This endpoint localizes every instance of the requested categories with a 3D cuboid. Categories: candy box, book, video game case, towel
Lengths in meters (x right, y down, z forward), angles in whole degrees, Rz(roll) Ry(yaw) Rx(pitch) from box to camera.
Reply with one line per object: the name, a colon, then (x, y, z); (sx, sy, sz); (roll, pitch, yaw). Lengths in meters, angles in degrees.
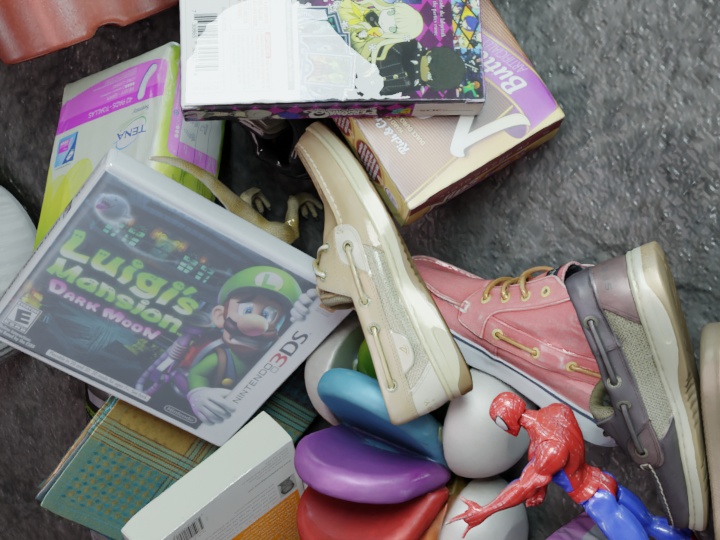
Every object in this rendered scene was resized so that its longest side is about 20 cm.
candy box: (0.024, -0.143, 0.922); (0.201, 0.116, 0.056); (59, 171, 8)
book: (-0.101, 0.206, 1.100); (0.048, 0.133, 0.200); (41, 156, 27)
video game case: (-0.020, -0.191, 0.882); (0.036, 0.180, 0.201); (110, 157, -79)
video game case: (-0.131, 0.027, 1.013); (0.199, 0.023, 0.182); (29, 124, -21)
towel: (-0.130, 0.128, 1.114); (0.200, 0.146, 0.022); (-52, 25, 7)

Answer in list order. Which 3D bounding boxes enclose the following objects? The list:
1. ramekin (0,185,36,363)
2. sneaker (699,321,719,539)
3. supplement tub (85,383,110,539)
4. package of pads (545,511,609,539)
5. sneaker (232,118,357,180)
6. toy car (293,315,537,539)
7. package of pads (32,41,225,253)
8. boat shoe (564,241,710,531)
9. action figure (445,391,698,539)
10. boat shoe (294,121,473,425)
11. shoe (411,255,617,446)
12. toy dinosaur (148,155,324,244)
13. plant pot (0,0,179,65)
ramekin: (-0.373, 0.005, 1.338); (0.200, 0.105, 0.201); (16, 115, 37)
sneaker: (0.246, 0.124, 0.866); (0.075, 0.070, 0.201); (-5, 113, 20)
supplement tub: (-0.160, 0.129, 1.185); (0.122, 0.122, 0.201); (20, 118, 35)
package of pads: (0.125, 0.273, 0.990); (0.076, 0.120, 0.201); (29, 122, 30)
sneaker: (-0.038, -0.156, 0.981); (0.076, 0.114, 0.200); (17, 111, 36)
toy car: (0.018, 0.134, 1.012); (0.175, 0.150, 0.201); (19, 117, 36)
package of pads: (-0.174, -0.061, 1.108); (0.154, 0.068, 0.201); (-11, 66, 44)
boat shoe: (0.167, 0.073, 0.866); (0.064, 0.072, 0.201); (-9, 125, 17)
action figure: (0.135, 0.159, 0.921); (0.099, 0.065, 0.200); (-37, 104, 27)
boat shoe: (0.000, 0.000, 0.932); (0.065, 0.072, 0.201); (-27, 80, 0)
shoe: (0.108, 0.024, 0.952); (0.200, 0.071, 0.091); (33, 124, 21)
toy dinosaur: (-0.069, -0.022, 1.054); (0.058, 0.101, 0.201); (-15, 117, 25)
plant pot: (-0.226, -0.264, 1.063); (0.200, 0.201, 0.196); (-5, 110, 42)
